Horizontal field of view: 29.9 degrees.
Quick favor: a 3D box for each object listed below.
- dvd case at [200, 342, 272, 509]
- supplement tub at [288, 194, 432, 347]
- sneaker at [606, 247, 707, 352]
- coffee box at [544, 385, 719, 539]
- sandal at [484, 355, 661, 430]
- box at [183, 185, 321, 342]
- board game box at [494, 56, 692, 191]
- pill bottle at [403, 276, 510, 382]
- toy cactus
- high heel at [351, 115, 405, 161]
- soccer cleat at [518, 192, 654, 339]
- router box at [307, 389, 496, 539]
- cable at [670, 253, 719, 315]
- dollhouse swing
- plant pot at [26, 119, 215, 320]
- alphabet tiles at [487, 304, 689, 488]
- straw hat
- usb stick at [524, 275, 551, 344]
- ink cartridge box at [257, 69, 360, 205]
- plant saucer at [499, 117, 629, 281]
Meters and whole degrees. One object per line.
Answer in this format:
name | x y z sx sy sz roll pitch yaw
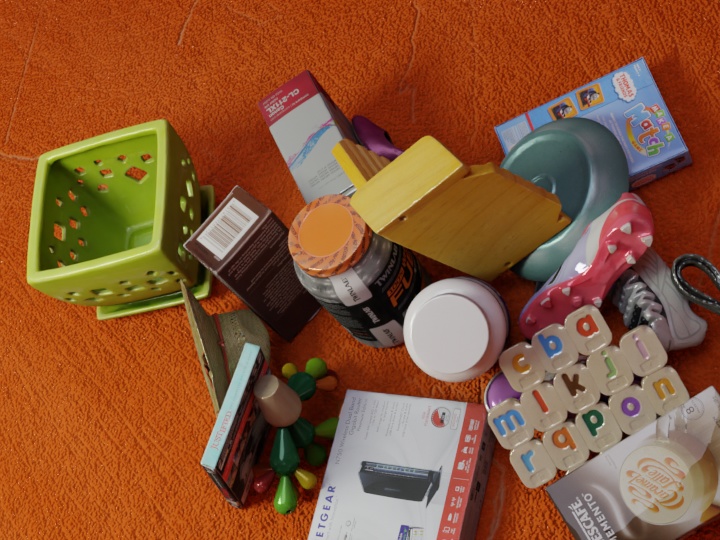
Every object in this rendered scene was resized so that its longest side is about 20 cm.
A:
dvd case | -0.133 0.182 1.541 0.022 0.200 0.146 15 70 11
supplement tub | 0.000 0.000 1.572 0.122 0.200 0.123 -11 61 20
sneaker | 0.320 0.015 1.504 0.081 0.075 0.200 -6 48 -11
coffee box | 0.304 0.220 1.371 0.200 0.080 0.115 -33 72 6
sandal | 0.235 0.126 1.461 0.202 0.050 0.083 -2 65 6
box | -0.116 -0.006 1.629 0.100 0.200 0.075 -48 53 -6
board game box | 0.277 -0.152 1.625 0.199 0.037 0.152 -25 56 13
pill bottle | 0.106 0.063 1.476 0.111 0.200 0.112 0 91 9
toy cactus | -0.083 0.170 1.543 0.102 0.165 0.200 8 58 28
high heel | 0.072 -0.146 1.700 0.096 0.067 0.200 -42 68 6
soccer cleat | 0.247 -0.001 1.482 0.200 0.067 0.077 -51 17 29
router box | 0.048 0.242 1.512 0.179 0.049 0.201 3 66 26
cable | 0.407 0.058 1.416 0.097 0.050 0.201 -29 77 4
dollhouse swing | 0.096 -0.107 1.519 0.182 0.200 0.176 -38 51 29
plant pot | -0.295 -0.050 1.748 0.199 0.182 0.200 -12 60 18
alphabet tiles | 0.240 0.145 1.428 0.200 0.015 0.196 -30 97 8
straw hat | -0.151 0.097 1.628 0.085 0.201 0.202 -15 56 -9
usb stick | 0.214 0.076 1.536 0.055 0.033 0.201 -1 64 32
ink cartridge box | -0.034 -0.128 1.690 0.083 0.146 0.200 -32 55 8
plant saucer | 0.217 -0.088 1.562 0.200 0.036 0.201 -20 61 39
